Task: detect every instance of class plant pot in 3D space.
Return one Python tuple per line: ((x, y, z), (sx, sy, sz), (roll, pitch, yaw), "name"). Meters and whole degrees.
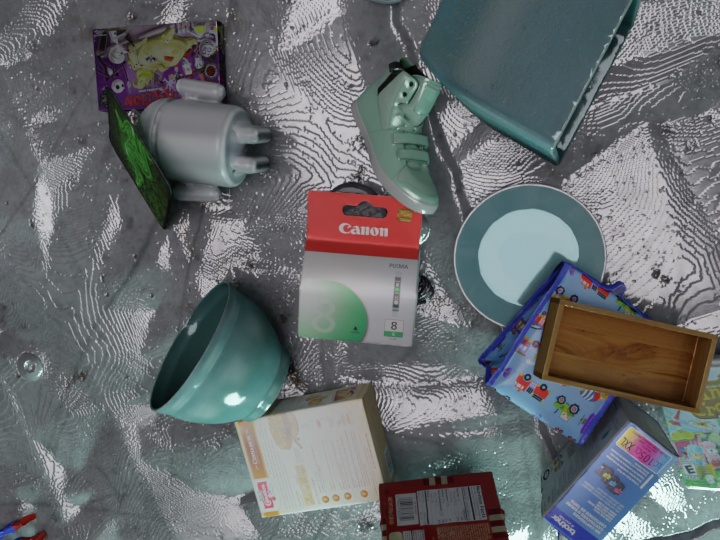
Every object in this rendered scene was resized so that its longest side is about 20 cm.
((-0.187, 0.135, 0.875), (0.134, 0.200, 0.200), (34, 105, -22), "plant pot")
((0.189, -0.263, 0.729), (0.200, 0.196, 0.196), (30, 103, 15), "plant pot")

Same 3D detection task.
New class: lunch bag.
((0.275, 0.095, 0.797), (0.150, 0.094, 0.200), (33, 103, -4), "lunch bag")

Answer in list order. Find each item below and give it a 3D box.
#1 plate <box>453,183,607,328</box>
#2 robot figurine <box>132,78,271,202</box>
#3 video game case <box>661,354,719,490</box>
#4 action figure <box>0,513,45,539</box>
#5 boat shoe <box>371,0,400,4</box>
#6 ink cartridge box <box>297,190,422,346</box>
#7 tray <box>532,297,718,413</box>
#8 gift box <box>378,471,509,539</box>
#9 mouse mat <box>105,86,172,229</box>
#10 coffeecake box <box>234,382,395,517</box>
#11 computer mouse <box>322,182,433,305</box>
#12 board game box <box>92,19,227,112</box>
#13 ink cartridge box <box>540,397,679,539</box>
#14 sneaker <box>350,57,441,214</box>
((0.228, -0.017, 0.836), (0.200, 0.026, 0.201), (2, 98, 12), "plate")
((-0.228, -0.179, 0.863), (0.199, 0.113, 0.170), (10, 101, 10), "robot figurine")
((0.482, 0.189, 0.755), (0.200, 0.022, 0.183), (-13, 97, 45), "video game case")
((-0.662, 0.492, 1.066), (0.200, 0.099, 0.065), (-25, 91, 17), "action figure")
((-0.019, -0.430, 0.796), (0.202, 0.086, 0.075), (45, 104, 3), "boat shoe")
((0.000, 0.000, 0.830), (0.160, 0.050, 0.201), (5, 111, 3), "ink cartridge box")
((0.321, 0.103, 0.750), (0.199, 0.037, 0.099), (13, 91, -4), "tray")
((0.100, 0.394, 0.823), (0.199, 0.185, 0.187), (-5, 124, 7), "gift box")
((-0.312, -0.148, 0.862), (0.008, 0.200, 0.161), (-32, 90, -24), "mouse mat")
((-0.066, 0.267, 0.914), (0.199, 0.073, 0.154), (-13, 96, 13), "coffeecake box")
((0.010, -0.032, 0.871), (0.138, 0.053, 0.200), (-19, 106, 12), "computer mouse")
((-0.296, -0.299, 0.906), (0.199, 0.032, 0.120), (0, 102, 12), "board game box")
((0.306, 0.269, 0.803), (0.076, 0.136, 0.200), (39, 104, 9), "ink cartridge box")
((0.065, -0.176, 0.779), (0.118, 0.074, 0.201), (-43, 64, 39), "sneaker")
